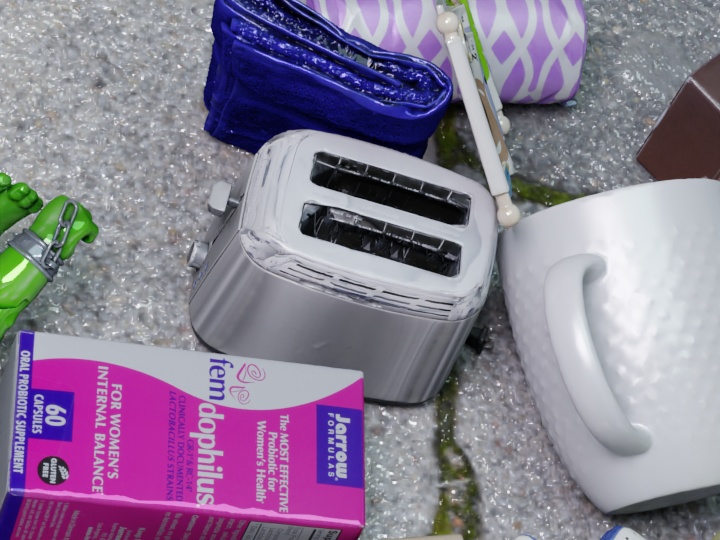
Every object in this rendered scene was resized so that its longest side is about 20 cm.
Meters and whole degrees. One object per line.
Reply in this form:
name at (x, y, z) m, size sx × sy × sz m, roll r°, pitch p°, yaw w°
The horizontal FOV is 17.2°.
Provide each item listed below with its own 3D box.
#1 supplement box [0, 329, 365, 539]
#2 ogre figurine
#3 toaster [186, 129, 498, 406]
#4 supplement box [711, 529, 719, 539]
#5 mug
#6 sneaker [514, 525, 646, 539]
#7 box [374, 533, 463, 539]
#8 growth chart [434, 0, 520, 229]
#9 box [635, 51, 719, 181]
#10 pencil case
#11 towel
supplement box at (-0.104, 0.110, 1.333) m, size 0.199 × 0.103 × 0.102 m, roll 7°, pitch 58°, yaw -15°
ogre figurine at (-0.256, 0.002, 1.349) m, size 0.199 × 0.098 × 0.120 m, roll 15°, pitch 67°, yaw 2°
toaster at (0.000, 0.000, 1.410) m, size 0.199 × 0.129 × 0.114 m, roll 18°, pitch 58°, yaw -6°
supplement box at (0.306, 0.135, 1.298) m, size 0.134 × 0.200 × 0.200 m, roll 45°, pitch 57°, yaw 2°
mug at (0.158, 0.048, 1.397) m, size 0.147 × 0.200 × 0.176 m, roll -17°, pitch 78°, yaw 23°
sneaker at (0.175, 0.187, 1.387) m, size 0.199 × 0.075 × 0.089 m, roll 1°, pitch 60°, yaw -17°
box at (-0.041, 0.203, 1.302) m, size 0.199 × 0.095 × 0.078 m, roll -1°, pitch 60°, yaw -19°
growth chart at (0.069, -0.108, 1.418) m, size 0.018 × 0.200 × 0.145 m, roll -18°, pitch 107°, yaw 8°
box at (0.283, -0.046, 1.540) m, size 0.200 × 0.100 × 0.075 m, roll 45°, pitch 58°, yaw 10°
pencil case at (0.050, -0.150, 1.543) m, size 0.199 × 0.084 × 0.086 m, roll 0°, pitch 26°, yaw -19°
towel at (-0.028, -0.099, 1.424) m, size 0.147 × 0.200 × 0.050 m, roll 27°, pitch 76°, yaw 0°
